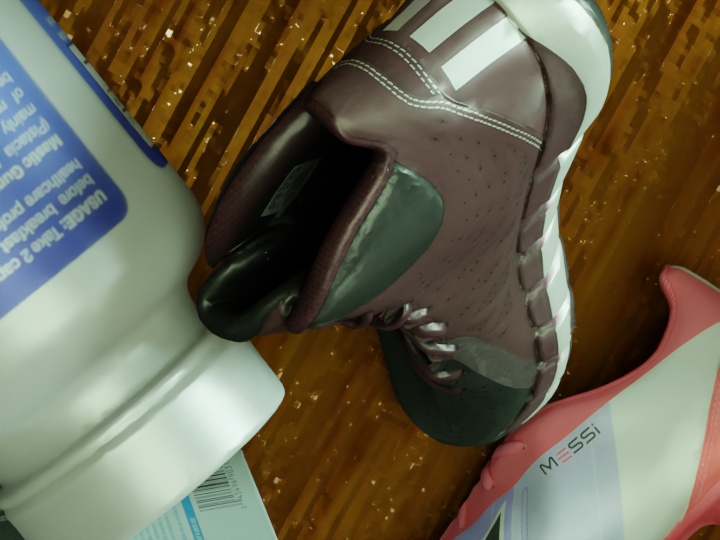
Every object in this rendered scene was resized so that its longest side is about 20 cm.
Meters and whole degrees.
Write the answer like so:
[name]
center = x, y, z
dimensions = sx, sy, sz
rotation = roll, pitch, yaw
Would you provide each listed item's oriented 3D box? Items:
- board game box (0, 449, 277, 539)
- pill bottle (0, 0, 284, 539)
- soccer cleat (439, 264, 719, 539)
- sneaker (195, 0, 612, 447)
[board game box]
center = -0.113, 0.127, 0.816
dimensions = 0.200, 0.148, 0.064
rotation = -8, 121, -11
[pill bottle]
center = -0.114, -0.018, 0.804
dimensions = 0.112, 0.112, 0.200
rotation = -38, 96, -4
[soccer cleat]
center = 0.052, 0.085, 0.900
dimensions = 0.200, 0.067, 0.076
rotation = -41, 78, 0
[sneaker]
center = 0.000, 0.000, 0.808
dimensions = 0.115, 0.200, 0.076
rotation = -36, 60, -28
